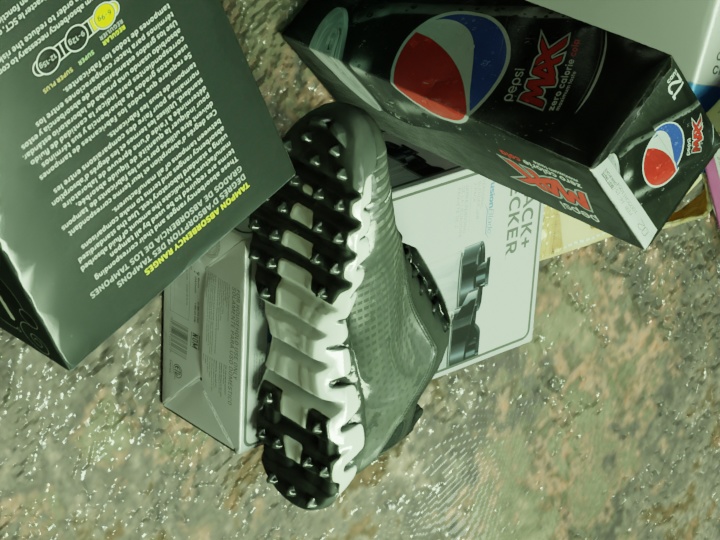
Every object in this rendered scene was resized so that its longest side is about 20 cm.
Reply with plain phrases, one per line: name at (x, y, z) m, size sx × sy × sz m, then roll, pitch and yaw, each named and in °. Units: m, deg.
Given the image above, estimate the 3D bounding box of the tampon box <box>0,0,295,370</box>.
tampon box at (-0.142, -0.093, 0.878) m, size 0.126 × 0.150 × 0.200 m, roll -42°, pitch 135°, yaw -21°

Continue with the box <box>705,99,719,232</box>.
box at (0.271, -0.058, 1.142) m, size 0.200 × 0.097 × 0.176 m, roll -45°, pitch 139°, yaw -21°

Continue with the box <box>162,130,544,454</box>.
box at (0.000, 0.000, 1.139) m, size 0.200 × 0.060 × 0.117 m, roll -18°, pitch 122°, yaw -39°

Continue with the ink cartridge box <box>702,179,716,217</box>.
ink cartridge box at (0.324, -0.062, 1.360) m, size 0.200 × 0.145 × 0.084 m, roll -27°, pitch 99°, yaw -33°

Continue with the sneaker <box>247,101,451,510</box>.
sneaker at (0.000, 0.008, 1.052) m, size 0.090 × 0.066 × 0.201 m, roll -25°, pitch 131°, yaw -38°

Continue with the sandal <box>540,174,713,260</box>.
sandal at (0.157, -0.042, 1.270) m, size 0.211 × 0.070 × 0.078 m, roll -22°, pitch 125°, yaw -37°

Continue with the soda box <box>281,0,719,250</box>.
soda box at (0.060, -0.083, 1.051) m, size 0.063 × 0.200 × 0.071 m, roll -54°, pitch 138°, yaw -11°

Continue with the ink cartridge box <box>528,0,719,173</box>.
ink cartridge box at (0.170, -0.163, 1.163) m, size 0.147 × 0.144 × 0.201 m, roll 0°, pitch 110°, yaw -46°
